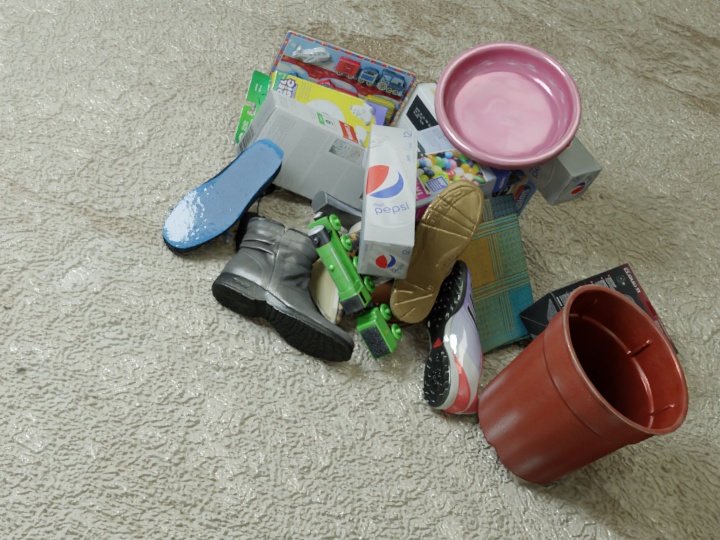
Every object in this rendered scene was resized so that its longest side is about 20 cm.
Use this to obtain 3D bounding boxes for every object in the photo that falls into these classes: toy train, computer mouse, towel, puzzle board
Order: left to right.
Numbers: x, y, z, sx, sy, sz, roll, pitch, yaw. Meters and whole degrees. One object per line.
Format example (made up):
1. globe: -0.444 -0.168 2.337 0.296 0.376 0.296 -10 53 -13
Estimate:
1. computer mouse: -0.133 -0.081 1.716 0.058 0.034 0.201 16 42 -15
2. puzzle board: -0.038 -0.257 1.862 0.199 0.151 0.017 17 41 -16
3. toy train: -0.010 0.021 1.595 0.201 0.042 0.056 60 28 -12
4. towel: 0.174 0.004 1.734 0.146 0.022 0.201 -14 94 -41

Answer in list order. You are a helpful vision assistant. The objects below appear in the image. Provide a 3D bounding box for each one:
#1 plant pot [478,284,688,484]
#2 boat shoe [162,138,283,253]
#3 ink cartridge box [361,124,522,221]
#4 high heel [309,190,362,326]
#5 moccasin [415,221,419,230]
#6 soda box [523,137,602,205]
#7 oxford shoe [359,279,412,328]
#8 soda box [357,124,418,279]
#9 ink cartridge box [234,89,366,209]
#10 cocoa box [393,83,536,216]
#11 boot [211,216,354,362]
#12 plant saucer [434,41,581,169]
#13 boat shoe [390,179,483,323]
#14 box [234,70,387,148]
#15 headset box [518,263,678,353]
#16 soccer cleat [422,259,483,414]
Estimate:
1. plant pot: 0.258 0.153 1.567 0.200 0.195 0.202 25 44 -26
2. boat shoe: -0.171 -0.084 1.658 0.200 0.069 0.084 -38 81 -22
3. ink cartridge box: 0.115 -0.143 1.742 0.199 0.042 0.120 -19 57 -29
4. high heel: 0.000 0.000 1.702 0.142 0.071 0.201 26 49 -39
5. moccasin: 0.076 -0.043 1.740 0.201 0.073 0.078 -22 99 -51
6. soda box: 0.247 -0.189 1.812 0.068 0.064 0.200 -16 61 -39
7. oxford shoe: 0.080 0.022 1.711 0.199 0.071 0.071 -17 60 -39
8. soda box: 0.035 -0.089 1.613 0.063 0.068 0.201 7 51 -3
9. ink cartridge box: -0.061 -0.157 1.763 0.199 0.109 0.050 21 29 -27
10. cocoa box: 0.153 -0.165 1.895 0.131 0.134 0.200 -8 53 -37
11. boot: -0.074 0.017 1.598 0.199 0.070 0.132 32 57 -1
12. plant saucer: 0.198 -0.217 1.742 0.199 0.051 0.202 1 63 -1
13. boat shoe: 0.090 -0.025 1.642 0.074 0.069 0.201 31 81 -7
14. box: -0.071 -0.206 1.823 0.199 0.048 0.118 16 85 -14
15. headset box: 0.336 0.085 1.771 0.199 0.077 0.149 -18 75 -42
16. soccer cleat: 0.126 0.086 1.645 0.073 0.068 0.201 21 63 -33
